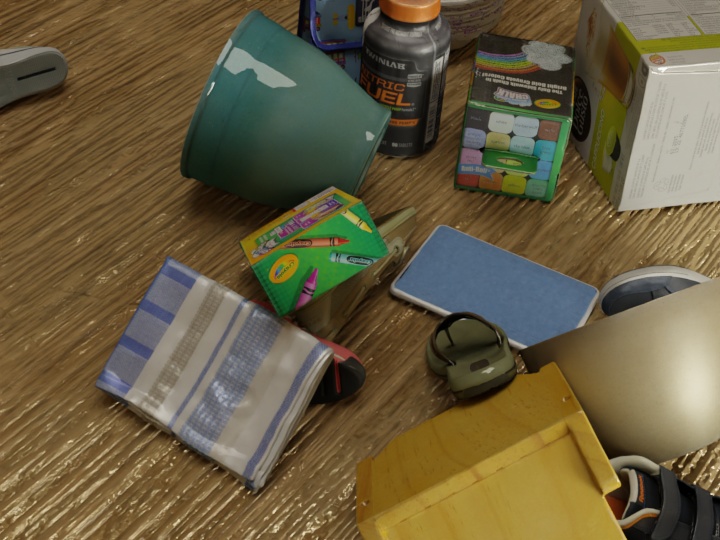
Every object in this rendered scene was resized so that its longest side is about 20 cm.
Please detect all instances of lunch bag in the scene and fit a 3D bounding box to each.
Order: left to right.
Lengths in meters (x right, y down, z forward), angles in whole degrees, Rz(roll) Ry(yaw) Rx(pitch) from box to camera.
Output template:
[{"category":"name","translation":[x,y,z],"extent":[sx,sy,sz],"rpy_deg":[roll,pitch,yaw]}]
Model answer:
[{"category":"lunch bag","translation":[-0.001,-0.309,1.437],"extent":[0.149,0.202,0.095],"rpy_deg":[-10,44,-16]}]

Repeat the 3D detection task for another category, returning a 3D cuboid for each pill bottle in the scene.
[{"category":"pill bottle","translation":[0.051,-0.244,1.373],"extent":[0.105,0.202,0.107],"rpy_deg":[2,42,-2]}]

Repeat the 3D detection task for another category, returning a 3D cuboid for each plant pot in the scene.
[{"category":"plant pot","translation":[-0.073,-0.155,1.283],"extent":[0.186,0.201,0.201],"rpy_deg":[26,45,1]},{"category":"plant pot","translation":[0.259,0.102,1.055],"extent":[0.198,0.200,0.136],"rpy_deg":[-16,83,-22]}]

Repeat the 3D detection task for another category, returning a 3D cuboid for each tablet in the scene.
[{"category":"tablet","translation":[0.144,0.023,1.233],"extent":[0.198,0.014,0.130],"rpy_deg":[24,46,18]}]

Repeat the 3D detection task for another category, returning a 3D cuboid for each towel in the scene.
[{"category":"towel","translation":[-0.136,0.091,1.064],"extent":[0.198,0.024,0.148],"rpy_deg":[28,83,18]}]

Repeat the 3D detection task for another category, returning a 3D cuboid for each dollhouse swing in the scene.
[{"category":"dollhouse swing","translation":[0.123,0.216,0.953],"extent":[0.198,0.177,0.182],"rpy_deg":[-29,11,6]}]

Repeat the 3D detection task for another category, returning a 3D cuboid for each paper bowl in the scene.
[{"category":"paper bowl","translation":[0.100,-0.377,1.591],"extent":[0.198,0.105,0.202],"rpy_deg":[3,43,-3]}]

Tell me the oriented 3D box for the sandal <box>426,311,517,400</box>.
[{"category":"sandal","translation":[0.101,0.068,1.082],"extent":[0.079,0.058,0.201],"rpy_deg":[-30,8,-2]}]

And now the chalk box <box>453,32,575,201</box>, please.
[{"category":"chalk box","translation":[0.180,-0.168,1.362],"extent":[0.123,0.125,0.201],"rpy_deg":[10,44,5]}]

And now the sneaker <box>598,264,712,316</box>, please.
[{"category":"sneaker","translation":[0.339,0.073,1.151],"extent":[0.199,0.078,0.147],"rpy_deg":[9,40,3]}]

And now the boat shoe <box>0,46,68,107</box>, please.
[{"category":"boat shoe","translation":[-0.460,-0.231,1.420],"extent":[0.198,0.075,0.067],"rpy_deg":[-16,28,-31]}]

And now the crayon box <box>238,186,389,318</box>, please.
[{"category":"crayon box","translation":[-0.051,-0.023,1.130],"extent":[0.118,0.059,0.200],"rpy_deg":[-31,11,-4]}]

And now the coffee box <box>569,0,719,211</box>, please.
[{"category":"coffee box","translation":[0.373,-0.216,1.373],"extent":[0.197,0.201,0.199],"rpy_deg":[-7,43,-12]}]

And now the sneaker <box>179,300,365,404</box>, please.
[{"category":"sneaker","translation":[-0.085,0.063,1.124],"extent":[0.197,0.074,0.087],"rpy_deg":[14,42,9]}]

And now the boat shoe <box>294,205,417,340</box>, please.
[{"category":"boat shoe","translation":[0.001,0.000,1.216],"extent":[0.073,0.064,0.201],"rpy_deg":[-20,17,44]}]

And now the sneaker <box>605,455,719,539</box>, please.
[{"category":"sneaker","translation":[0.259,0.213,0.994],"extent":[0.197,0.080,0.079],"rpy_deg":[7,42,0]}]
